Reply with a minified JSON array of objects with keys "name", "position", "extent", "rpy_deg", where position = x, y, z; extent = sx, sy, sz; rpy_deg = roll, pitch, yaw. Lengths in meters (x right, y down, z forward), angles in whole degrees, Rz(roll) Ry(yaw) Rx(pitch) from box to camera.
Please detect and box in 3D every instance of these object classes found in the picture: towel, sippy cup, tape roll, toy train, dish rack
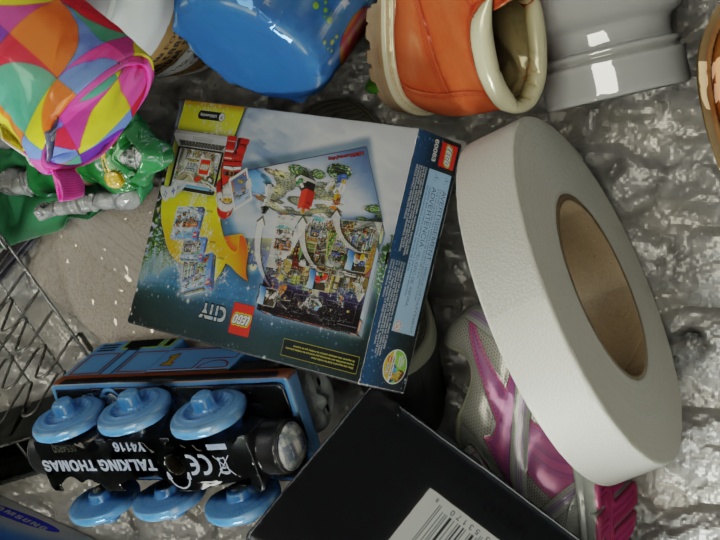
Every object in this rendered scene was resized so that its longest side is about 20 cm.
[{"name":"towel","position":[-0.118,0.011,1.185],"extent":[0.200,0.034,0.133],"rpy_deg":[37,119,15]},{"name":"sippy cup","position":[-0.038,-0.173,1.061],"extent":[0.177,0.140,0.131],"rpy_deg":[27,68,-1]},{"name":"tape roll","position":[0.115,0.015,1.019],"extent":[0.037,0.203,0.204],"rpy_deg":[-23,88,23]},{"name":"toy train","position":[-0.104,0.091,1.114],"extent":[0.199,0.114,0.087],"rpy_deg":[-5,116,34]},{"name":"dish rack","position":[-0.259,0.045,1.208],"extent":[0.152,0.055,0.201],"rpy_deg":[-19,120,23]}]

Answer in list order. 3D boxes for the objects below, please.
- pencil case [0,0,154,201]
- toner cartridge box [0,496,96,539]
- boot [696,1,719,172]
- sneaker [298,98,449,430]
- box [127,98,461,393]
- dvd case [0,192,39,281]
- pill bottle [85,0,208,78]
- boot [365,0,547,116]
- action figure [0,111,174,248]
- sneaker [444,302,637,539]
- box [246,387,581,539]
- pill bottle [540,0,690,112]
[{"name":"pencil case","position":[-0.199,-0.131,0.970],"extent":[0.200,0.088,0.089],"rpy_deg":[42,110,13]},{"name":"toner cartridge box","position":[-0.191,0.207,1.221],"extent":[0.199,0.095,0.044],"rpy_deg":[21,103,17]},{"name":"boot","position":[0.261,-0.135,1.017],"extent":[0.154,0.077,0.202],"rpy_deg":[-2,89,18]},{"name":"sneaker","position":[0.000,0.000,1.127],"extent":[0.074,0.106,0.201],"rpy_deg":[-14,57,1]},{"name":"box","position":[-0.042,-0.018,1.058],"extent":[0.199,0.038,0.138],"rpy_deg":[12,88,45]},{"name":"dvd case","position":[-0.263,-0.110,1.249],"extent":[0.149,0.016,0.200],"rpy_deg":[-45,79,19]},{"name":"pill bottle","position":[-0.149,-0.167,1.096],"extent":[0.113,0.200,0.115],"rpy_deg":[3,99,21]},{"name":"boot","position":[0.052,-0.177,0.991],"extent":[0.107,0.075,0.202],"rpy_deg":[17,121,52]},{"name":"action figure","position":[-0.182,-0.069,1.149],"extent":[0.199,0.054,0.119],"rpy_deg":[0,106,44]},{"name":"sneaker","position":[0.103,0.102,1.104],"extent":[0.088,0.081,0.202],"rpy_deg":[-13,84,24]},{"name":"box","position":[0.043,0.199,1.061],"extent":[0.196,0.200,0.118],"rpy_deg":[36,67,14]},{"name":"pill bottle","position":[0.121,-0.194,1.036],"extent":[0.108,0.109,0.202],"rpy_deg":[-11,93,22]}]
